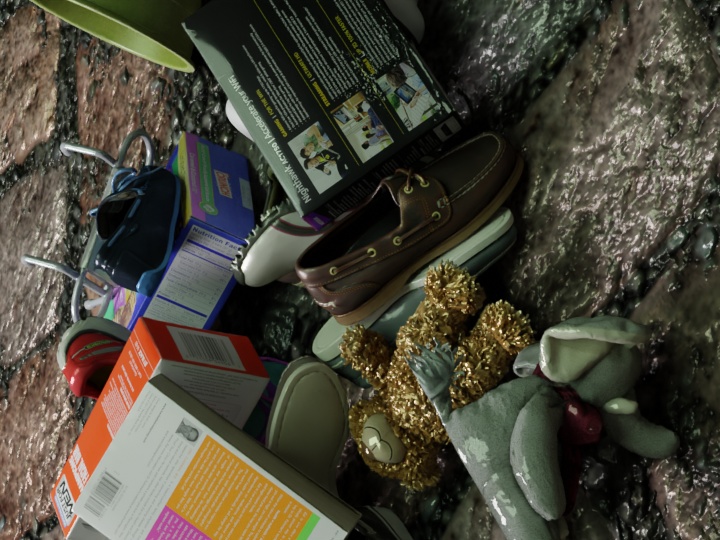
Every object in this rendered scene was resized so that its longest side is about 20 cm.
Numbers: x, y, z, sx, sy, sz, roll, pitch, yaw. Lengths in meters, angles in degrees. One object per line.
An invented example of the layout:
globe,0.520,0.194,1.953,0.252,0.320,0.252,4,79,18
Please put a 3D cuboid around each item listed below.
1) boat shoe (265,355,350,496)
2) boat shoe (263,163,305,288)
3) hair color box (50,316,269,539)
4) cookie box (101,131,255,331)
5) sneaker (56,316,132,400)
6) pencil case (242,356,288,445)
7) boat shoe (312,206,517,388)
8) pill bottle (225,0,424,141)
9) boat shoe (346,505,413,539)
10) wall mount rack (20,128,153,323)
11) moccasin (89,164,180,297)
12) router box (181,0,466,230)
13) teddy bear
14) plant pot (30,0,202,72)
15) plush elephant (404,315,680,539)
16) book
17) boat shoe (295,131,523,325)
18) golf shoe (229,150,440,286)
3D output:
boat shoe,-0.048,0.151,1.415,0.060,0.071,0.202,-125,27,-52
boat shoe,-0.051,-0.087,1.515,0.073,0.064,0.202,2,86,49
hair color box,-0.174,0.143,1.446,0.201,0.110,0.064,-60,38,22
cookie box,-0.176,-0.003,1.611,0.201,0.075,0.172,-59,21,24
sneaker,-0.182,0.113,1.525,0.077,0.198,0.085,-59,29,25
pencil case,-0.109,0.177,1.516,0.201,0.084,0.093,-65,24,19
boat shoe,0.053,0.023,1.359,0.199,0.062,0.073,-37,19,17
pill bottle,-0.021,-0.185,1.439,0.112,0.112,0.201,29,86,51
boat shoe,0.030,0.256,1.336,0.200,0.063,0.071,41,113,48
wall mount rack,-0.252,-0.037,1.636,0.074,0.174,0.202,13,77,20
moccasin,-0.201,-0.051,1.508,0.081,0.068,0.200,-63,16,18
router box,-0.031,-0.158,1.350,0.149,0.051,0.201,-34,74,6
teddy bear,0.054,0.086,1.308,0.200,0.145,0.067,-38,11,28
plant pot,-0.221,-0.330,1.717,0.199,0.199,0.191,19,84,52
plush elephant,0.144,0.103,1.175,0.154,0.165,0.201,-31,89,2
book,-0.118,0.195,1.351,0.199,0.048,0.134,35,105,6
boat shoe,0.038,-0.043,1.325,0.200,0.070,0.070,-42,31,-2
golf shoe,-0.014,-0.034,1.390,0.199,0.077,0.089,-33,77,4
